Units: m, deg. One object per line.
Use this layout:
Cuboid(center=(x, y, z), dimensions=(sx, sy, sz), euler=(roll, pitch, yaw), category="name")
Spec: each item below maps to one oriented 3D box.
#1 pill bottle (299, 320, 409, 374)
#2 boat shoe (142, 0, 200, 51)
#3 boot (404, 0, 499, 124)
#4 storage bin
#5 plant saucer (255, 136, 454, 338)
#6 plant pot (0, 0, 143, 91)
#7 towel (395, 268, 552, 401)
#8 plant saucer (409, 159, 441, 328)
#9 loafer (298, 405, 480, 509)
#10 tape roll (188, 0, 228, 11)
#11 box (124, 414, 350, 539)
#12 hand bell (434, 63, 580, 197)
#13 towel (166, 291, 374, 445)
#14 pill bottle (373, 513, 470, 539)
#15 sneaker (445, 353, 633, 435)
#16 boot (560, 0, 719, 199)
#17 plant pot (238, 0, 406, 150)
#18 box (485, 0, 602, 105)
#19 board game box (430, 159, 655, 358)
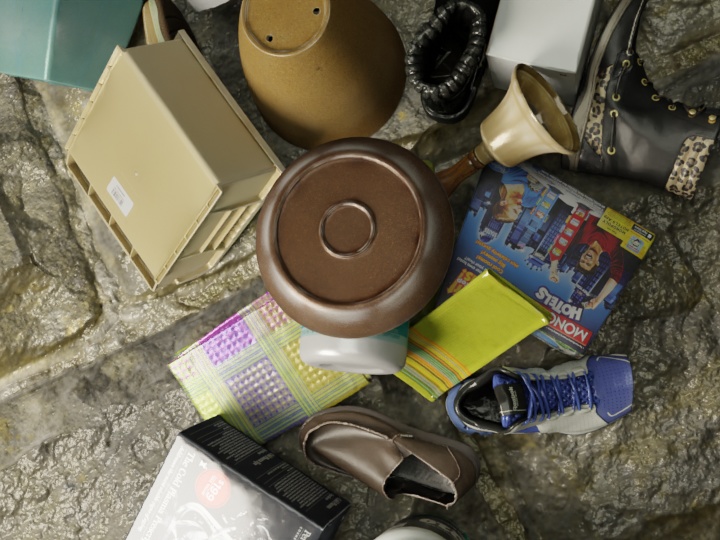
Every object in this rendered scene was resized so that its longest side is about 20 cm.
Cuboid(center=(0.000, 0.000, 1.072), dimensions=(0.110, 0.111, 0.202), euler=(3, 79, 11), category="pill bottle")
Cuboid(center=(-0.223, -0.219, 1.219), dimensions=(0.076, 0.072, 0.202), euler=(-23, 78, 23), category="boat shoe")
Cuboid(center=(0.105, -0.267, 1.112), dimensions=(0.079, 0.158, 0.213), euler=(9, 85, 11), category="boot")
Cuboid(center=(-0.212, -0.114, 1.149), dimensions=(0.201, 0.093, 0.199), euler=(53, 132, 12), category="storage bin")
Cuboid(center=(-0.010, -0.036, 1.009), dimensions=(0.198, 0.032, 0.203), euler=(-2, 78, 12), category="plant saucer")
Cuboid(center=(-0.339, -0.314, 1.203), dimensions=(0.140, 0.141, 0.202), euler=(14, 98, 32), category="plant pot")
Cuboid(center=(0.099, 0.070, 1.065), dimensions=(0.086, 0.200, 0.018), euler=(33, 48, -14), category="towel")
Cuboid(center=(-0.011, -0.018, 1.162), dimensions=(0.198, 0.048, 0.202), euler=(-6, 82, 10), category="plant saucer")
Cuboid(center=(0.026, 0.197, 1.106), dimensions=(0.198, 0.071, 0.074), euler=(10, 113, 11), category="loafer")
Cuboid(center=(-0.121, -0.371, 1.149), dimensions=(0.200, 0.201, 0.066), euler=(-36, 117, 5), category="tape roll")
Cuboid(center=(-0.141, 0.290, 1.105), dimensions=(0.181, 0.104, 0.201), euler=(29, 100, 12), category="box")
Cuboid(center=(0.115, -0.110, 1.077), dimensions=(0.199, 0.104, 0.105), euler=(-36, 77, 30), category="hand bell")
Cuboid(center=(-0.096, 0.105, 1.145), dimensions=(0.199, 0.023, 0.144), euler=(-33, 97, 15), category="towel")
Cuboid(center=(0.054, 0.305, 1.033), dimensions=(0.112, 0.200, 0.114), euler=(-1, 83, 10), category="pill bottle")
Cuboid(center=(0.181, 0.134, 1.072), dimensions=(0.197, 0.115, 0.081), euler=(-9, 83, 10), category="sneaker")
Cuboid(center=(0.308, -0.182, 1.107), dimensions=(0.149, 0.073, 0.202), euler=(20, 91, 14), category="boot")
Cuboid(center=(-0.055, -0.243, 1.120), dimensions=(0.184, 0.200, 0.189), euler=(-1, 82, 10), category="plant pot")
Cuboid(center=(0.207, -0.295, 1.112), dimensions=(0.097, 0.124, 0.202), euler=(14, 87, 13), category="box")
Cuboid(center=(0.169, 0.001, 1.101), dimensions=(0.199, 0.062, 0.201), euler=(32, 81, 13), category="board game box")
